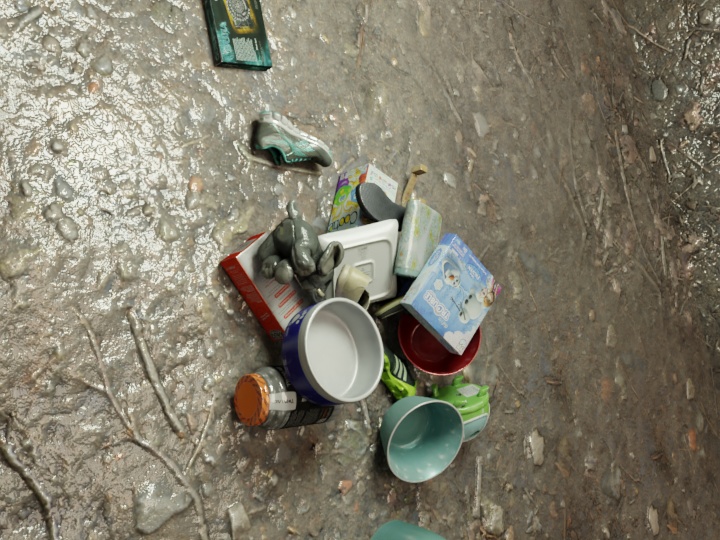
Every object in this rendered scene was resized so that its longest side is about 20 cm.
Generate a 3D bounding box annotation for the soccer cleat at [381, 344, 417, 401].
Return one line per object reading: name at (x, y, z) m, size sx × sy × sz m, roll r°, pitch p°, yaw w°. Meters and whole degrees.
soccer cleat at (0.070, 0.223, 1.584) m, size 0.200 × 0.067 × 0.081 m, roll 56°, pitch 36°, yaw -26°

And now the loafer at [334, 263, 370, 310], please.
loafer at (-0.018, 0.073, 1.404) m, size 0.200 × 0.068 × 0.076 m, roll 94°, pitch 19°, yaw -49°

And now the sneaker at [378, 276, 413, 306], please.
sneaker at (0.090, -0.001, 1.639) m, size 0.078 × 0.070 × 0.200 m, roll 53°, pitch 51°, yaw -31°

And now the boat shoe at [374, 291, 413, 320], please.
boat shoe at (0.131, 0.077, 1.565) m, size 0.200 × 0.072 × 0.066 m, roll -25°, pitch 91°, yaw -12°

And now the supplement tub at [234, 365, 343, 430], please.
supplement tub at (-0.139, 0.247, 1.330) m, size 0.200 × 0.122 × 0.123 m, roll 3°, pitch 79°, yaw -44°

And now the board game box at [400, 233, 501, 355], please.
board game box at (0.212, 0.055, 1.543) m, size 0.200 × 0.043 × 0.199 m, roll 44°, pitch 71°, yaw -29°

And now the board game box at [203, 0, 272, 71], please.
board game box at (-0.265, -0.530, 1.437) m, size 0.135 × 0.028 × 0.201 m, roll -10°, pitch 89°, yaw -44°

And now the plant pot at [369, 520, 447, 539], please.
plant pot at (0.128, 0.658, 1.474) m, size 0.200 × 0.161 × 0.201 m, roll 11°, pitch 73°, yaw -41°

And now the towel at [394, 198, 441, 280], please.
towel at (0.134, -0.063, 1.562) m, size 0.200 × 0.048 × 0.172 m, roll 15°, pitch 81°, yaw -67°

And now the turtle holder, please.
turtle holder at (0.236, 0.355, 1.659) m, size 0.185 × 0.141 × 0.132 m, roll -28°, pitch 117°, yaw -50°

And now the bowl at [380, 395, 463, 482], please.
bowl at (0.124, 0.367, 1.542) m, size 0.200 × 0.105 × 0.201 m, roll -9°, pitch 110°, yaw -26°

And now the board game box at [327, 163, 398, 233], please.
board game box at (0.002, -0.125, 1.556) m, size 0.105 × 0.103 × 0.200 m, roll 29°, pitch 62°, yaw -37°

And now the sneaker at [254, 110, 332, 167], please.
sneaker at (-0.151, -0.263, 1.474) m, size 0.200 × 0.078 × 0.091 m, roll 26°, pitch 80°, yaw -34°

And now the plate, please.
plate at (0.000, 0.000, 1.475) m, size 0.199 × 0.032 × 0.200 m, roll -14°, pitch 121°, yaw -23°

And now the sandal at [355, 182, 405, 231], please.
sandal at (0.045, -0.131, 1.502) m, size 0.200 × 0.043 × 0.076 m, roll 30°, pitch 62°, yaw -50°

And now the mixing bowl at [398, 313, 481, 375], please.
mixing bowl at (0.181, 0.161, 1.640) m, size 0.200 × 0.108 × 0.201 m, roll 2°, pitch 74°, yaw -6°

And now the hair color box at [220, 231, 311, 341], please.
hair color box at (-0.184, 0.034, 1.373) m, size 0.102 × 0.061 × 0.200 m, roll -46°, pitch 112°, yaw -41°

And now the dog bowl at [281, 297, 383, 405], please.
dog bowl at (-0.051, 0.157, 1.303) m, size 0.200 × 0.079 × 0.201 m, roll 17°, pitch 65°, yaw -40°

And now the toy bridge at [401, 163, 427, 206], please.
toy bridge at (0.134, -0.166, 1.718) m, size 0.027 × 0.067 × 0.201 m, roll 15°, pitch 72°, yaw -41°

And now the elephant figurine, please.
elephant figurine at (-0.102, -0.015, 1.354) m, size 0.200 × 0.155 × 0.142 m, roll 25°, pitch 28°, yaw -52°
